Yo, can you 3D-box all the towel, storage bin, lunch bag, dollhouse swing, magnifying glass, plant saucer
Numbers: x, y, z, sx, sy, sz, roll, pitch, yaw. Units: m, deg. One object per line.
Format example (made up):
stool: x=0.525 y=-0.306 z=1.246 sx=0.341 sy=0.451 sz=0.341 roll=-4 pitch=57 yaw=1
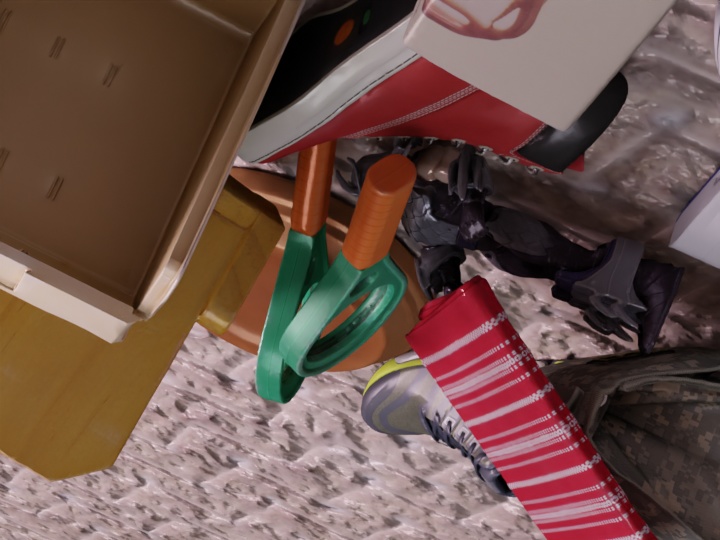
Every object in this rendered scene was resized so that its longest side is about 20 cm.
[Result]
towel: x=0.099 y=0.096 z=1.034 sx=0.201 sy=0.022 sz=0.145 roll=55 pitch=165 yaw=2
storage bin: x=-0.154 y=-0.099 z=0.927 sx=0.199 sy=0.200 sz=0.094 roll=27 pitch=155 yaw=-10
lunch bag: x=0.187 y=0.105 z=1.092 sx=0.199 sy=0.118 sz=0.164 roll=26 pitch=173 yaw=-12
dollhouse swing: x=-0.170 y=-0.007 z=1.036 sx=0.199 sy=0.177 sz=0.182 roll=31 pitch=-176 yaw=-8
magnifying glass: x=0.000 y=0.000 z=1.007 sx=0.022 sy=0.079 sz=0.200 roll=48 pitch=155 yaw=17
magnifying glass: x=-0.033 y=-0.010 z=1.089 sx=0.022 sy=0.080 sz=0.201 roll=19 pitch=127 yaw=11
plant saucer: x=-0.051 y=0.008 z=1.212 sx=0.199 sy=0.038 sz=0.201 roll=17 pitch=152 yaw=9

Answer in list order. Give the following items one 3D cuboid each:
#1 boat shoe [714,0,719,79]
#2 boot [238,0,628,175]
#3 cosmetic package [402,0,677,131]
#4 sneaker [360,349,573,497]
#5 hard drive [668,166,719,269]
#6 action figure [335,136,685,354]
boat shoe: x=0.206 y=-0.044 z=0.872 sx=0.071 sy=0.066 sz=0.201 roll=-5 pitch=128 yaw=21
boot: x=0.034 y=-0.076 z=0.966 sx=0.144 sy=0.073 sz=0.199 roll=35 pitch=143 yaw=-27
cosmetic package: x=0.099 y=-0.155 z=0.755 sx=0.087 sy=0.104 sz=0.200 roll=26 pitch=150 yaw=-5
sneaker: x=0.081 y=0.101 z=1.233 sx=0.199 sy=0.081 sz=0.074 roll=0 pitch=145 yaw=35
hard drive: x=0.273 y=-0.008 z=0.969 sx=0.199 sy=0.025 sz=0.132 roll=24 pitch=152 yaw=-3
action figure: x=0.077 y=-0.018 z=1.046 sx=0.199 sy=0.070 sz=0.130 roll=23 pitch=164 yaw=6
